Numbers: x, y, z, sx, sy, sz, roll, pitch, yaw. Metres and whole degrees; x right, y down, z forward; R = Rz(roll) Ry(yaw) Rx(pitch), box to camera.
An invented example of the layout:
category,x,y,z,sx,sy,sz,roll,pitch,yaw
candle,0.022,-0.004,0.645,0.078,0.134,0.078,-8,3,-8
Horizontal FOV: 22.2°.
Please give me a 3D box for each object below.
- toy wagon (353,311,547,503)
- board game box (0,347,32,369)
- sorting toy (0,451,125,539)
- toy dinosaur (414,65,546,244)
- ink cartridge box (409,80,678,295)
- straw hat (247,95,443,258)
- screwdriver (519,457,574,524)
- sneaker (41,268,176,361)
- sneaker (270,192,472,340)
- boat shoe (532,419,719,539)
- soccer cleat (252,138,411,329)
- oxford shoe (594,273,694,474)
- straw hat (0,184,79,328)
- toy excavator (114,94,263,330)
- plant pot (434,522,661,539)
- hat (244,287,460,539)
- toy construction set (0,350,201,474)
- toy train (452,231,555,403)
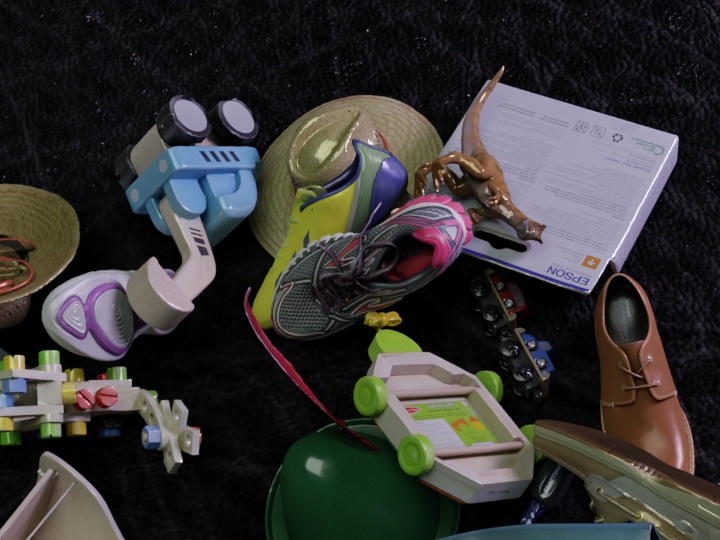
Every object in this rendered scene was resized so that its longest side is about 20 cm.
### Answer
category,x,y,z,sx,sy,sz,roll,pitch,yaw
toy wagon,0.063,0.112,1.526,0.200,0.154,0.040,50,123,34
board game box,-0.398,0.061,1.643,0.198,0.200,0.042,19,76,23
sorting toy,-0.252,0.291,1.537,0.179,0.107,0.201,30,63,16
toy dinosaur,0.102,-0.090,1.615,0.105,0.061,0.201,-1,52,-24
ink cartridge box,0.157,-0.067,1.638,0.198,0.041,0.201,20,56,23
straw hat,-0.023,-0.103,1.702,0.199,0.085,0.203,-7,59,12
screwdriver,0.125,0.223,1.506,0.029,0.028,0.201,40,74,-14
sneaker,-0.237,0.039,1.636,0.099,0.200,0.076,0,93,22
sneaker,0.000,0.000,1.570,0.199,0.081,0.075,-32,9,24
boat shoe,0.215,0.179,1.456,0.199,0.074,0.067,26,101,33
soccer cleat,-0.041,-0.034,1.640,0.200,0.083,0.065,-48,24,14
oxford shoe,0.229,0.097,1.523,0.071,0.071,0.202,-15,64,4
straw hat,-0.348,0.010,1.714,0.198,0.086,0.202,-4,35,2
toy excavator,-0.152,-0.049,1.664,0.100,0.193,0.201,-41,67,36
plant pot,0.131,0.277,1.406,0.198,0.141,0.143,0,65,20
hat,-0.028,0.157,1.497,0.198,0.177,0.167,21,67,25
toy construction set,-0.236,0.118,1.594,0.198,0.131,0.093,17,70,-24
toy train,0.125,0.032,1.615,0.045,0.034,0.201,-18,56,-10
